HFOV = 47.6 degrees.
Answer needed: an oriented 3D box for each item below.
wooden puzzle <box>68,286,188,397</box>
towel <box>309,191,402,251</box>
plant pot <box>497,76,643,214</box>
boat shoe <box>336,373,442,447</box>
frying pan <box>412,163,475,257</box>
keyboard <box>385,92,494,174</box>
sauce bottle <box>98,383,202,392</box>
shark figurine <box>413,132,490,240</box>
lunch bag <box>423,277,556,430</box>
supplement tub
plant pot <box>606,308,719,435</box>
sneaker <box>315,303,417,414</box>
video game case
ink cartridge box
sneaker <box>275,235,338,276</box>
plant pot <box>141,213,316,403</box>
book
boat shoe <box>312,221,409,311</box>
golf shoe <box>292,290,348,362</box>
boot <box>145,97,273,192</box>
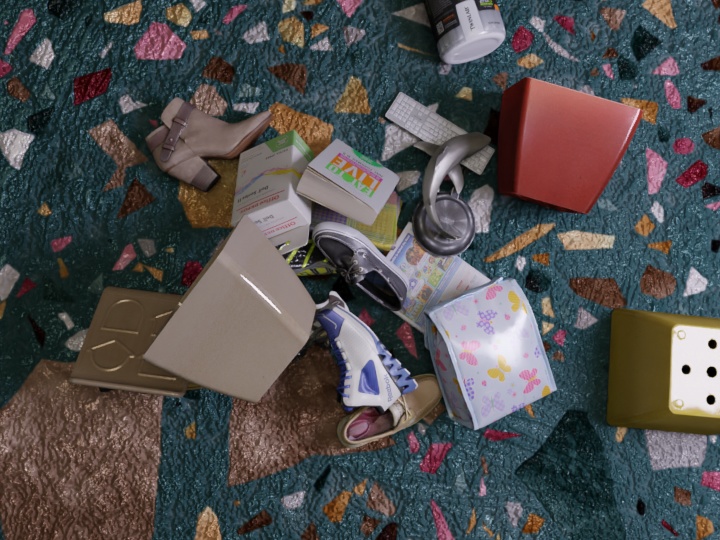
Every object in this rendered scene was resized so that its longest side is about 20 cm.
[{"bbox_3d":[-0.347,0.117,1.310,0.181,0.047,0.203,7,48,2],"label":"wooden puzzle"},{"bbox_3d":[-0.027,-0.100,1.374,0.195,0.023,0.145,12,46,-4],"label":"towel"},{"bbox_3d":[0.325,-0.198,1.370,0.195,0.200,0.180,15,96,-2],"label":"plant pot"},{"bbox_3d":[0.054,0.237,1.355,0.198,0.066,0.075,-31,86,-7],"label":"boat shoe"},{"bbox_3d":[0.169,-0.109,1.414,0.115,0.031,0.191,41,79,2],"label":"frying pan"},{"bbox_3d":[0.139,-0.241,1.434,0.198,0.011,0.057,32,79,4],"label":"keyboard"},{"bbox_3d":[-0.328,0.168,1.338,0.195,0.065,0.066,-5,84,-6],"label":"sauce bottle"},{"bbox_3d":[0.137,-0.158,1.363,0.126,0.090,0.218,18,72,2],"label":"shark figurine"},{"bbox_3d":[0.203,0.128,1.332,0.167,0.127,0.204,-23,101,-16],"label":"lunch bag"},{"bbox_3d":[0.169,-0.475,1.414,0.120,0.123,0.204,-16,86,-5],"label":"supplement tub"},{"bbox_3d":[0.534,0.167,1.341,0.195,0.176,0.205,6,84,-3],"label":"plant pot"},{"bbox_3d":[-0.010,0.155,1.293,0.200,0.080,0.115,46,78,-9],"label":"sneaker"},{"bbox_3d":[0.125,0.033,1.407,0.198,0.018,0.145,35,83,0],"label":"video game case"},{"bbox_3d":[-0.141,-0.118,1.314,0.115,0.067,0.203,-20,47,22],"label":"ink cartridge box"},{"bbox_3d":[-0.066,-0.029,1.378,0.196,0.076,0.077,3,77,-22],"label":"sneaker"},{"bbox_3d":[-0.176,0.071,1.211,0.176,0.201,0.201,37,107,-11],"label":"plant pot"},{"bbox_3d":[-0.014,-0.145,1.333,0.132,0.200,0.049,29,115,0],"label":"book"},{"bbox_3d":[0.000,0.000,1.318,0.199,0.069,0.067,40,38,-27],"label":"boat shoe"},{"bbox_3d":[-0.110,0.100,1.362,0.196,0.078,0.096,-19,76,-14],"label":"golf shoe"},{"bbox_3d":[-0.263,-0.238,1.387,0.146,0.070,0.200,43,82,4],"label":"boot"}]
